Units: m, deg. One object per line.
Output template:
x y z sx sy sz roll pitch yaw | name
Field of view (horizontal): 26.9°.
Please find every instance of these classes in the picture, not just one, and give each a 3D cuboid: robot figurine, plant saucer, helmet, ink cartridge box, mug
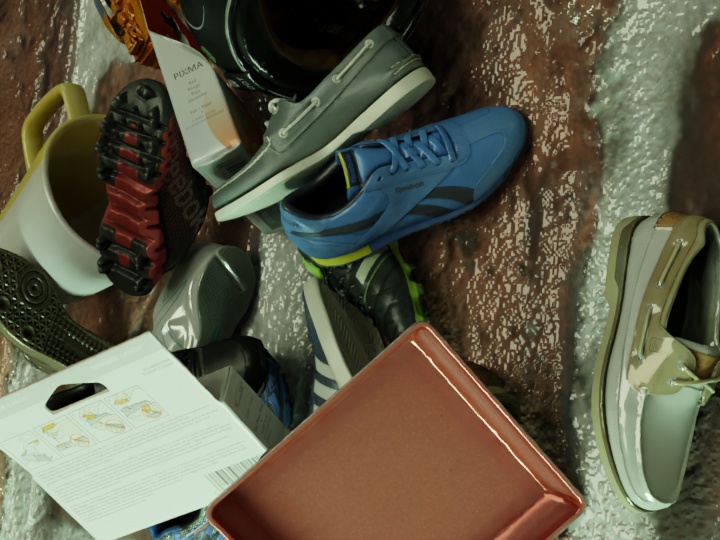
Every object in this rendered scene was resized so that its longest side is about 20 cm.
-0.212 -0.297 1.435 0.145 0.058 0.201 -46 57 26 | robot figurine
0.025 0.159 1.050 0.200 0.200 0.037 -41 22 3 | plant saucer
-0.050 -0.241 1.194 0.201 0.199 0.191 -57 28 20 | helmet
-0.179 0.122 1.175 0.199 0.176 0.045 -23 34 26 | ink cartridge box
-0.259 -0.057 1.405 0.153 0.149 0.188 -34 35 43 | mug
-0.115 -0.146 1.258 0.050 0.162 0.201 -22 66 10 | ink cartridge box

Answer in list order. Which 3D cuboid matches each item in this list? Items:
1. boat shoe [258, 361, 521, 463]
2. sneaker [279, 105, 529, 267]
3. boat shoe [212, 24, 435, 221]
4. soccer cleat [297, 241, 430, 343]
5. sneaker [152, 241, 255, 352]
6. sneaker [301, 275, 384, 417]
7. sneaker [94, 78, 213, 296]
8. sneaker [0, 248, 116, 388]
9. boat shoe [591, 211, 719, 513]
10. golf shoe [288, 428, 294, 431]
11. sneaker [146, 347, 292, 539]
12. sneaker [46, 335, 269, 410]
0.016 0.120 1.102 0.068 0.199 0.072 -122 19 -47 | boat shoe
0.032 -0.073 1.126 0.199 0.079 0.066 -27 56 5 | sneaker
-0.038 -0.109 1.139 0.199 0.073 0.062 -35 85 15 | boat shoe
0.000 0.000 1.182 0.081 0.068 0.201 -21 60 -2 | soccer cleat
-0.153 0.070 1.329 0.080 0.070 0.202 19 90 51 | sneaker
-0.019 0.103 1.189 0.084 0.075 0.201 -35 62 28 | sneaker
-0.170 -0.078 1.264 0.071 0.098 0.201 28 130 25 | sneaker
-0.298 0.058 1.374 0.075 0.200 0.071 -9 44 41 | sneaker
0.202 0.059 0.997 0.068 0.074 0.202 -7 78 47 | boat shoe
-0.054 0.230 1.206 0.091 0.075 0.201 -24 67 41 | golf shoe
-0.119 0.156 1.270 0.075 0.078 0.201 28 102 40 | sneaker
-0.169 0.104 1.225 0.199 0.087 0.076 -25 62 24 | sneaker
